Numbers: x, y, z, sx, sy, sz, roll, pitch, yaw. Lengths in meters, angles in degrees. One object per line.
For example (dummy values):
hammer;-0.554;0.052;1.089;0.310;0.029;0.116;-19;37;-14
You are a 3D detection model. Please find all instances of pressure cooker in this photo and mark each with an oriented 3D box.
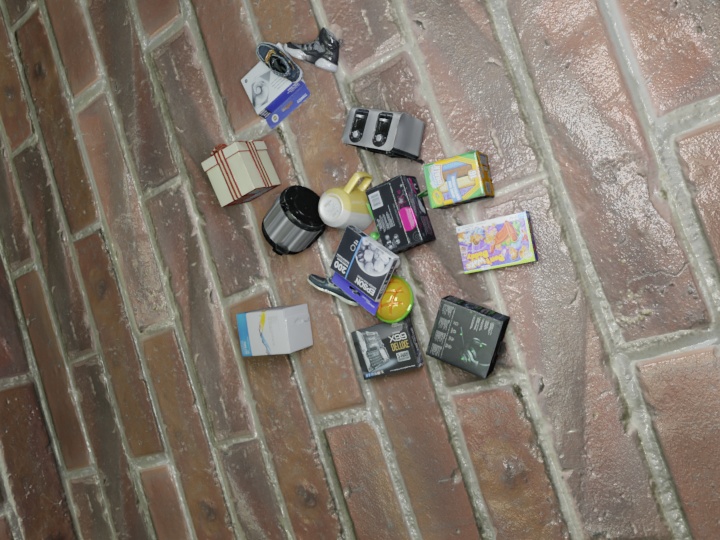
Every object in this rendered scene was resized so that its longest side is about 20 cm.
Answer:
pressure cooker;-0.218;-0.152;1.753;0.200;0.175;0.179;-43;75;39

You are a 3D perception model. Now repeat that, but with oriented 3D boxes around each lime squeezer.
lime squeezer;0.033;-0.117;1.688;0.201;0.070;0.038;106;157;-43

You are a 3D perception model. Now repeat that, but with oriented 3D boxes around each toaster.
toaster;0.076;-0.391;1.581;0.180;0.199;0.120;19;101;33

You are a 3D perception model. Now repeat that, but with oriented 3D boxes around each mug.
mug;-0.051;-0.209;1.677;0.148;0.153;0.188;7;98;28

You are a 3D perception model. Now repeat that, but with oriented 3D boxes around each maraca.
maraca;0.084;0.071;1.663;0.137;0.107;0.200;-41;51;7

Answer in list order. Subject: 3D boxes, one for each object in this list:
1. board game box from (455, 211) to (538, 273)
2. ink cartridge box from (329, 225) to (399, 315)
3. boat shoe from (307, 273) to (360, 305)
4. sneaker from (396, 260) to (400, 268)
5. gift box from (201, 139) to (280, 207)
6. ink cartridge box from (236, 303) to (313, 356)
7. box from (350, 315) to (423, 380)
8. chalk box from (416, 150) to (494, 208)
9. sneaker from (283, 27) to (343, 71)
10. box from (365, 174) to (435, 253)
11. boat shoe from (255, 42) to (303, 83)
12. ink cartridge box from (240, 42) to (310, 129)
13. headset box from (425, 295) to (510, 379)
board game box;0.377;-0.076;1.523;0.199;0.045;0.136;-12;89;28
ink cartridge box;0.000;0.000;1.621;0.198;0.043;0.201;36;116;31
boat shoe;-0.079;0.048;1.760;0.199;0.075;0.062;25;108;22
sneaker;0.028;-0.019;1.698;0.199;0.075;0.105;18;123;21
gift box;-0.385;-0.341;1.832;0.199;0.184;0.188;-23;93;24
ink cartridge box;-0.285;0.199;1.843;0.198;0.146;0.148;-8;91;29
box;0.082;0.241;1.707;0.199;0.050;0.159;-18;86;28
chalk box;0.254;-0.243;1.528;0.198;0.125;0.125;-10;90;27
sneaker;-0.143;-0.707;1.724;0.199;0.075;0.115;27;106;17
box;0.118;-0.161;1.614;0.131;0.114;0.202;-21;85;29
boat shoe;-0.274;-0.671;1.740;0.200;0.091;0.071;39;108;17
ink cartridge box;-0.285;-0.609;1.825;0.199;0.041;0.201;-34;80;26
headset box;0.309;0.187;1.557;0.199;0.093;0.176;19;103;25
